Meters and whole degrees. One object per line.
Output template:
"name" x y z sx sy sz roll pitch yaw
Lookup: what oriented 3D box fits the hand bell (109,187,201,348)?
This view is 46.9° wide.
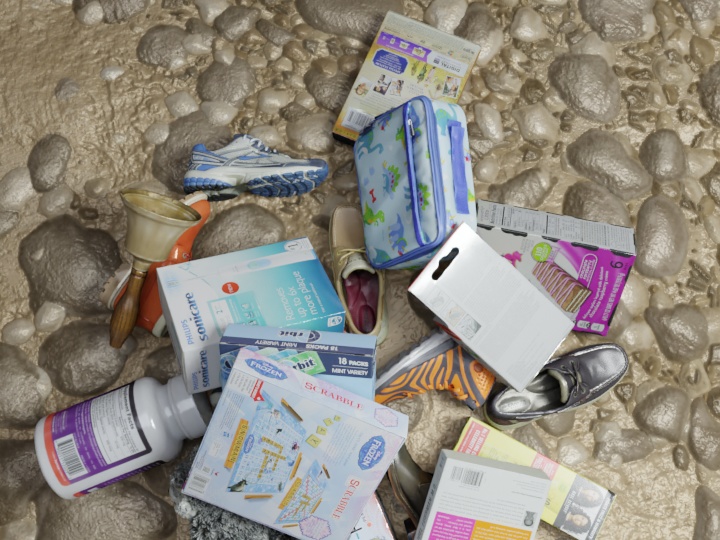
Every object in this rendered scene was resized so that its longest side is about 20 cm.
"hand bell" -0.283 0.007 1.049 0.104 0.104 0.200 25 104 8

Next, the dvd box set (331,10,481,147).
"dvd box set" 0.065 -0.249 1.159 0.146 0.029 0.200 22 80 7

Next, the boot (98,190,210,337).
"boot" -0.247 -0.008 1.113 0.107 0.075 0.200 36 91 6

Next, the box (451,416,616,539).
"box" 0.210 0.260 1.038 0.200 0.050 0.075 28 83 9

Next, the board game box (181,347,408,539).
"board game box" -0.076 0.206 0.925 0.199 0.041 0.200 24 119 -5

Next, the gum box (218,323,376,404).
"gum box" -0.069 0.161 0.949 0.169 0.045 0.201 4 120 6

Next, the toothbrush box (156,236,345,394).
"toothbrush box" -0.137 0.051 1.026 0.199 0.085 0.147 -13 46 -17

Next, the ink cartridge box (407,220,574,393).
"ink cartridge box" 0.150 0.043 0.995 0.200 0.050 0.109 41 85 -17

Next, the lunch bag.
"lunch bag" 0.068 -0.107 1.034 0.082 0.161 0.201 3 78 -37

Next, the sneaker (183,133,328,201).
"sneaker" -0.143 -0.149 1.131 0.199 0.077 0.085 -2 74 2

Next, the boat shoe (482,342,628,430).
"boat shoe" 0.252 0.147 1.051 0.199 0.065 0.072 -21 78 -1

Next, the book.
"book" 0.131 0.321 0.980 0.133 0.048 0.201 15 99 -12

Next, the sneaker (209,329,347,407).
"sneaker" -0.100 0.124 1.078 0.199 0.075 0.085 -13 72 -6

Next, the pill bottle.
"pill bottle" -0.293 0.202 1.048 0.199 0.111 0.112 -21 78 -2

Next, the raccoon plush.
"raccoon plush" -0.139 0.280 1.006 0.199 0.097 0.134 -8 108 7

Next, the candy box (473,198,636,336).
"candy box" 0.229 -0.002 1.046 0.199 0.137 0.061 11 39 6

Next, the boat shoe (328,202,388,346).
"boat shoe" 0.000 0.000 1.095 0.074 0.066 0.201 -13 78 0

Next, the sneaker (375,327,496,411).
"sneaker" 0.095 0.145 1.056 0.200 0.078 0.112 -36 91 8

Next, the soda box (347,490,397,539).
"soda box" -0.011 0.283 1.037 0.063 0.068 0.200 -23 77 -1

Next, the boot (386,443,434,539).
"boot" 0.086 0.260 1.023 0.097 0.075 0.201 -19 100 -2
